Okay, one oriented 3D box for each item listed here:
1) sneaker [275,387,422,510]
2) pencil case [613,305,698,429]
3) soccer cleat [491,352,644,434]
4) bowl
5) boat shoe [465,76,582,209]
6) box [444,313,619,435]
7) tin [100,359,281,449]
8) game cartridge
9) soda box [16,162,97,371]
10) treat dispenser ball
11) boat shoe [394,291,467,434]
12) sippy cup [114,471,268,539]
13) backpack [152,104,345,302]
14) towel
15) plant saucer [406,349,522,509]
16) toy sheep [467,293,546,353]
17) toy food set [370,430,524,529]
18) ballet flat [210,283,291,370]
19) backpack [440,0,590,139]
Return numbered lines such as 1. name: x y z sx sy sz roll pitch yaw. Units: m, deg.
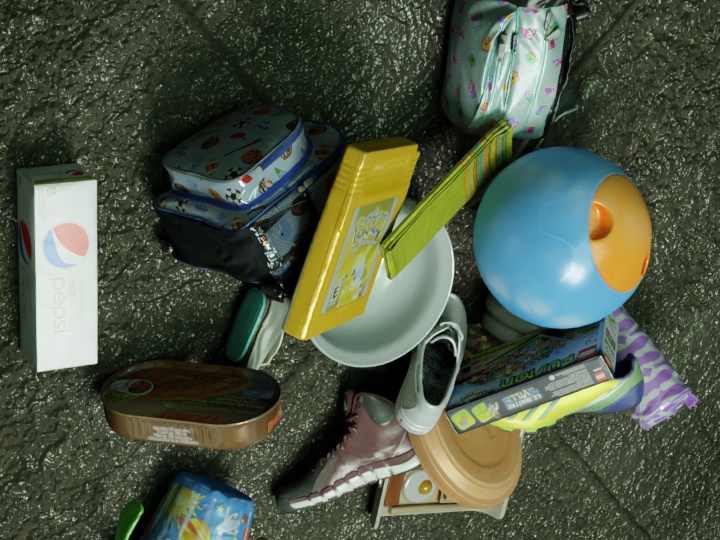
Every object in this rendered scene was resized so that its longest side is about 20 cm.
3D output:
1. sneaker: -0.021 0.201 1.788 0.198 0.076 0.117 -21 94 0
2. pencil case: 0.329 0.100 1.883 0.085 0.201 0.084 -16 156 -41
3. soccer cleat: 0.241 0.141 1.805 0.198 0.065 0.084 -9 117 -3
4. bowl: 0.000 0.000 1.705 0.199 0.090 0.203 -12 114 -27
5. boat shoe: 0.193 -0.144 1.774 0.063 0.072 0.201 41 81 -32
6. box: 0.197 0.113 1.725 0.199 0.110 0.035 -23 112 23
7. tin: -0.179 0.143 1.603 0.112 0.198 0.042 -54 145 -60
8. game cartridge: -0.004 -0.037 1.545 0.176 0.032 0.202 -22 135 -68
9. soda box: -0.309 -0.003 1.538 0.068 0.064 0.202 -7 112 -28
10. treat dispenser ball: 0.225 -0.037 1.686 0.199 0.201 0.203 -11 114 -26
11. boat shoe: 0.089 0.093 1.748 0.072 0.069 0.201 32 49 -7
12. sippy cup: -0.184 0.302 1.698 0.178 0.139 0.131 32 78 -73
13. backpack: -0.101 -0.086 1.565 0.190 0.199 0.155 -34 128 -34
14. towel: 0.097 -0.075 1.646 0.200 0.018 0.086 -46 157 -14
15. plant saucer: 0.130 0.184 1.811 0.199 0.032 0.202 27 51 -38
16. toy sheep: 0.206 0.062 1.830 0.137 0.138 0.202 9 110 -33
17. toy food set: 0.110 0.249 1.884 0.198 0.060 0.145 2 107 -31
18. ballet flat: -0.133 0.111 1.687 0.063 0.067 0.201 25 96 -46
19. backpack: 0.165 -0.246 1.682 0.125 0.167 0.202 3 115 -14
